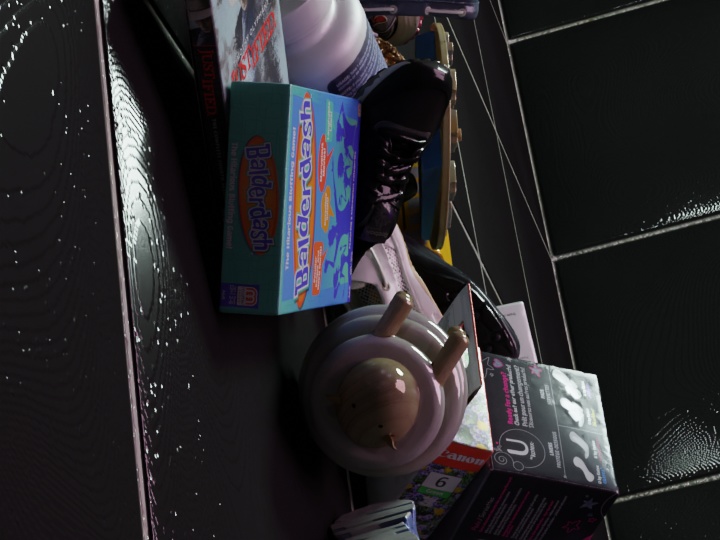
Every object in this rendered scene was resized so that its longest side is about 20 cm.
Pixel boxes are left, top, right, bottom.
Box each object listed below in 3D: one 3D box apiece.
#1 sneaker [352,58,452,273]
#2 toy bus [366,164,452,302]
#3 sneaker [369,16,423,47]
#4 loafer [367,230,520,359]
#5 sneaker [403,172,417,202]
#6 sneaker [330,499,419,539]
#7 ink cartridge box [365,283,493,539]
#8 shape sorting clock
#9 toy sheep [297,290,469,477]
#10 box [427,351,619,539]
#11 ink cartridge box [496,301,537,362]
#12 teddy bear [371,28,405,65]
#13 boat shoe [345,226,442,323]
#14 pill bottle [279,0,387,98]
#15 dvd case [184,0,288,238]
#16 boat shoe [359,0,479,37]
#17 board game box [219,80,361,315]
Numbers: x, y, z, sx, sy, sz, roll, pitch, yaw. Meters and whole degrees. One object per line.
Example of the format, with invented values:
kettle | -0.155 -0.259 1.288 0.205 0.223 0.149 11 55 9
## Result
sneaker | 0.017 -0.067 1.551 0.075 0.200 0.088 10 44 -32
toy bus | 0.041 -0.033 1.941 0.065 0.078 0.201 65 14 -45
sneaker | 0.017 -0.250 1.785 0.200 0.074 0.081 124 -42 -73
loafer | 0.060 0.018 1.767 0.200 0.068 0.070 39 10 17
sneaker | 0.003 -0.111 1.830 0.200 0.081 0.077 53 24 -66
sneaker | 0.023 0.242 1.455 0.199 0.080 0.116 -58 130 -78
ink cartridge box | 0.065 0.116 1.618 0.109 0.050 0.200 -95 -152 -43
shape sorting clock | 0.070 -0.119 1.830 0.200 0.039 0.201 -2 90 -89
toy sheep | 0.018 0.086 1.512 0.200 0.137 0.139 16 60 -85
box | 0.114 0.184 1.694 0.133 0.114 0.200 -95 -156 -45
ink cartridge box | 0.119 0.144 1.971 0.146 0.084 0.201 149 -72 -72
teddy bear | -0.015 -0.183 1.773 0.200 0.067 0.145 51 -2 36
boat shoe | 0.000 0.000 1.696 0.201 0.069 0.071 58 -31 4
pill bottle | -0.039 -0.156 1.585 0.200 0.110 0.111 63 16 -51
dvd case | -0.081 -0.144 1.400 0.146 0.022 0.201 -69 157 -53
boat shoe | -0.002 -0.219 1.661 0.075 0.199 0.062 -132 -145 -70
board game box | -0.046 -0.049 1.431 0.200 0.045 0.153 -9 103 -76
